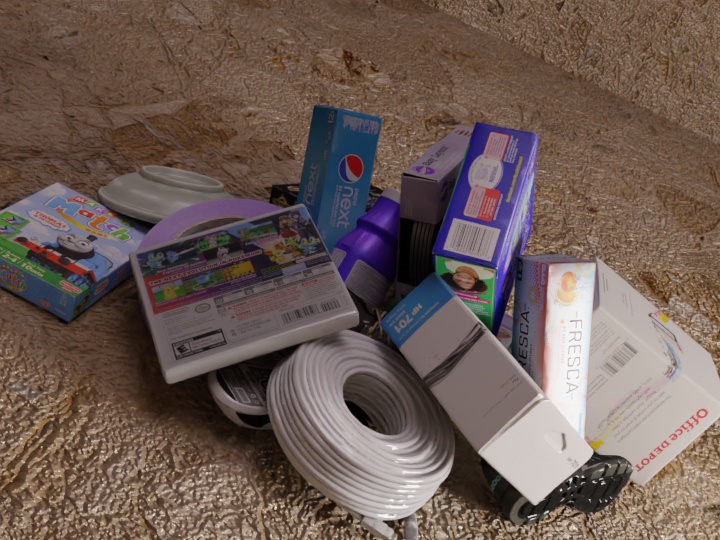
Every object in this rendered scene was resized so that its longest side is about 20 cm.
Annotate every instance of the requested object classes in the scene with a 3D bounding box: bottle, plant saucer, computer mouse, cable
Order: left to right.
[{"bbox_3d":[-0.228,-0.095,1.339,0.198,0.051,0.200,13,12,-3],"label":"plant saucer"},{"bbox_3d":[-0.080,0.134,1.106,0.199,0.044,0.110,8,34,-41],"label":"computer mouse"},{"bbox_3d":[0.000,0.000,1.236,0.065,0.201,0.083,22,-10,44],"label":"bottle"},{"bbox_3d":[0.002,0.147,1.052,0.199,0.069,0.201,34,32,-9],"label":"cable"}]

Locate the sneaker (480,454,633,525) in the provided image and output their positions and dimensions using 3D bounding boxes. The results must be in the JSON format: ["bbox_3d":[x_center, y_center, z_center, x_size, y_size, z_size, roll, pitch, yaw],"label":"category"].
[{"bbox_3d":[0.216,0.217,1.155,0.198,0.076,0.079,2,30,-38],"label":"sneaker"}]

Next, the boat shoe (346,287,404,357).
[{"bbox_3d":[0.015,0.067,1.161,0.200,0.073,0.075,46,42,-38],"label":"boat shoe"}]

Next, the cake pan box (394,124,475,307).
[{"bbox_3d":[0.096,-0.055,1.257,0.052,0.186,0.200,11,26,21],"label":"cake pan box"}]

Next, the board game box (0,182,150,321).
[{"bbox_3d":[-0.335,-0.027,1.198,0.150,0.037,0.200,26,25,6],"label":"board game box"}]

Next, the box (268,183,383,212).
[{"bbox_3d":[0.004,-0.076,1.517,0.197,0.050,0.199,25,20,37],"label":"box"}]

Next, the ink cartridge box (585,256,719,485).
[{"bbox_3d":[0.308,0.119,1.278,0.199,0.147,0.145,39,25,-8],"label":"ink cartridge box"}]

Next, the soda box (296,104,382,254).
[{"bbox_3d":[-0.033,-0.091,1.275,0.064,0.202,0.068,7,8,-30],"label":"soda box"}]

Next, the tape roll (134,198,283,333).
[{"bbox_3d":[-0.145,0.007,1.172,0.197,0.066,0.201,0,42,0],"label":"tape roll"}]

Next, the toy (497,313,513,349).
[{"bbox_3d":[0.130,0.061,1.297,0.114,0.048,0.200,28,25,11],"label":"toy"}]

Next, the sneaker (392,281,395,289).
[{"bbox_3d":[0.092,-0.008,1.430,0.080,0.078,0.199,52,19,27],"label":"sneaker"}]

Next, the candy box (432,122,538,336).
[{"bbox_3d":[0.138,-0.035,1.177,0.076,0.201,0.170,14,64,14],"label":"candy box"}]

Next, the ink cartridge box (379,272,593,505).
[{"bbox_3d":[0.125,0.117,1.072,0.146,0.086,0.200,46,5,-45],"label":"ink cartridge box"}]

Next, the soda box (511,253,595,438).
[{"bbox_3d":[0.206,0.085,1.159,0.063,0.203,0.068,-2,10,-24],"label":"soda box"}]

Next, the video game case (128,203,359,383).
[{"bbox_3d":[-0.123,0.018,1.089,0.198,0.023,0.183,-17,45,-12],"label":"video game case"}]

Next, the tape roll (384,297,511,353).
[{"bbox_3d":[0.114,0.104,1.313,0.198,0.049,0.201,19,26,-10],"label":"tape roll"}]
